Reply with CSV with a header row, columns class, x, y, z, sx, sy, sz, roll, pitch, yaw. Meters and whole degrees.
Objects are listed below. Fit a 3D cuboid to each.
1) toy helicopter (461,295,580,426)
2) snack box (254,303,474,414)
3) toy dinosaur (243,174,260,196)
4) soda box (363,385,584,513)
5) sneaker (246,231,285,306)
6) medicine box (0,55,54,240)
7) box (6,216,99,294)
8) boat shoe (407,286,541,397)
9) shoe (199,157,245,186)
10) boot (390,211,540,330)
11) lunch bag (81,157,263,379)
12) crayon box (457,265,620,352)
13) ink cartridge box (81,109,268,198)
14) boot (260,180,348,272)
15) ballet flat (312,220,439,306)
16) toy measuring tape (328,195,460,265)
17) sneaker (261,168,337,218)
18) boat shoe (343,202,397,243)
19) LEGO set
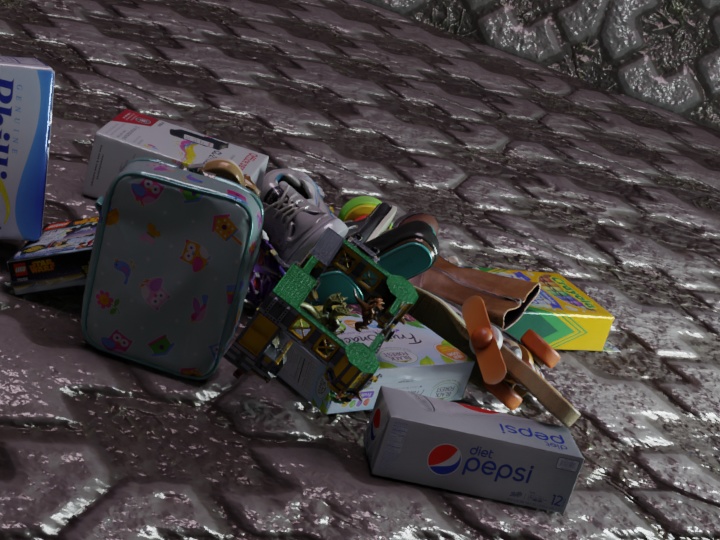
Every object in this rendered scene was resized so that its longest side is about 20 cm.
class,x,y,z,sx,sy,sz,roll,pitch,yaw
toy helicopter,0.163,0.100,1.660,0.132,0.079,0.200,43,1,-26
snack box,0.000,0.088,1.706,0.199,0.053,0.142,-2,28,-43
toy dinosaur,-0.207,-0.065,1.912,0.199,0.107,0.061,-22,45,7
soda box,0.107,0.171,1.557,0.198,0.064,0.068,13,19,-12
sneaker,-0.123,0.001,1.787,0.083,0.081,0.200,46,17,8
medicine box,-0.428,-0.133,1.688,0.198,0.184,0.103,3,10,-20
box,-0.250,-0.027,1.696,0.198,0.040,0.137,-8,16,9
boat shoe,0.111,0.077,1.821,0.200,0.072,0.066,30,16,18
shoe,-0.167,-0.072,1.798,0.069,0.200,0.054,8,58,-10
boot,0.118,-0.004,1.942,0.198,0.069,0.188,10,25,23
lunch bag,-0.186,-0.008,1.582,0.159,0.201,0.077,17,18,3
crayon box,0.220,0.047,2.015,0.199,0.052,0.126,5,23,-34
ink cartridge box,-0.226,-0.120,2.035,0.198,0.083,0.146,18,18,2
boot,-0.075,-0.050,1.747,0.096,0.073,0.200,53,-14,-1
ballet flat,0.000,0.000,1.791,0.199,0.068,0.069,-21,31,20
toy measuring tape,0.041,-0.052,2.103,0.198,0.074,0.074,13,20,-13
sneaker,-0.085,-0.098,2.062,0.087,0.075,0.200,57,-6,-33
boat shoe,-0.011,-0.039,1.966,0.067,0.072,0.200,32,34,8
LEGO set,-0.042,0.059,1.581,0.153,0.116,0.201,33,35,-9
